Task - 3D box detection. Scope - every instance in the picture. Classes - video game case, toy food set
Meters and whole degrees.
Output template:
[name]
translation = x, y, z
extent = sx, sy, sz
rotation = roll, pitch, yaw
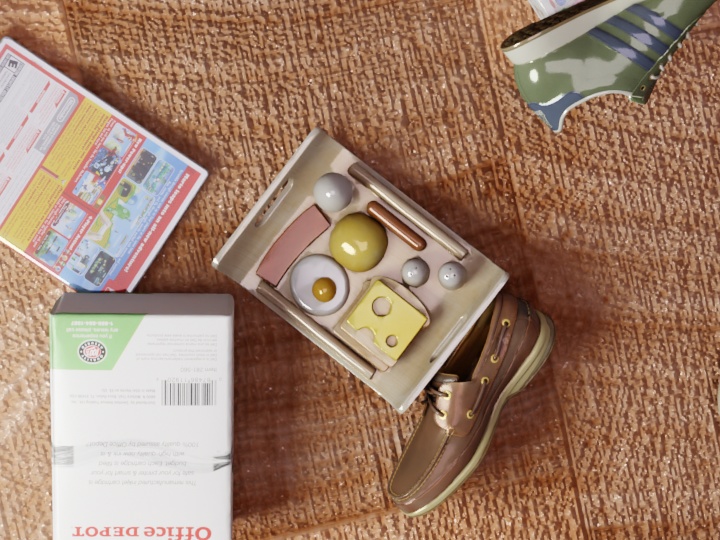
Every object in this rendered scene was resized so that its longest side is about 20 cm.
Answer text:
[video game case]
translation = -0.244, -0.076, 1.569
extent = 0.199, 0.017, 0.144
rotation = 34, 92, -6
[toy food set]
translation = 0.000, 0.000, 1.556
extent = 0.200, 0.060, 0.144
rotation = 38, 91, 6

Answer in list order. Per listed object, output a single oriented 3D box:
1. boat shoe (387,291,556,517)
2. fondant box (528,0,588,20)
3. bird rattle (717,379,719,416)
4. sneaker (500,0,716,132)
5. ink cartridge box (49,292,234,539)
[boat shoe]
translation = 0.078, 0.105, 1.570
extent = 0.067, 0.072, 0.201
rotation = 36, 86, -30
[fondant box]
translation = 0.179, -0.287, 1.558
extent = 0.144, 0.058, 0.201
rotation = -34, 95, 0
[bird rattle]
translation = 0.379, 0.113, 1.605
extent = 0.162, 0.113, 0.202
rotation = 10, 107, 7
[sneaker]
translation = 0.215, -0.176, 1.514
extent = 0.199, 0.067, 0.090
rotation = -23, 105, -1
[ink cartridge box]
translation = -0.174, 0.124, 1.549
extent = 0.145, 0.084, 0.202
rotation = 1, 101, -3
